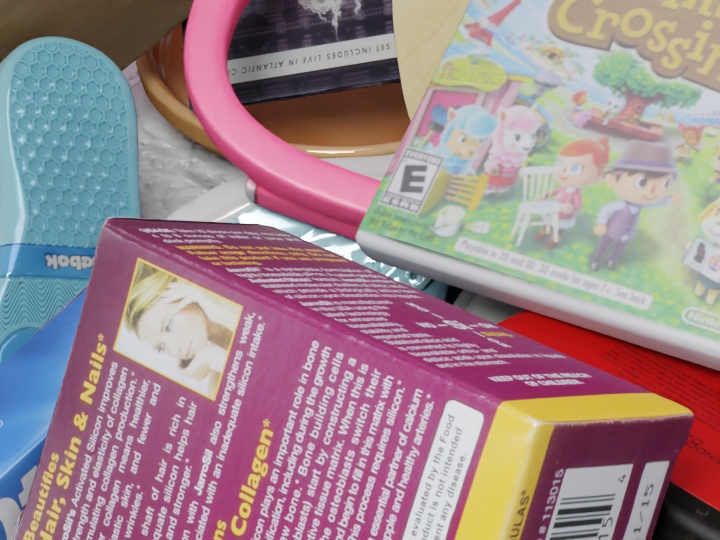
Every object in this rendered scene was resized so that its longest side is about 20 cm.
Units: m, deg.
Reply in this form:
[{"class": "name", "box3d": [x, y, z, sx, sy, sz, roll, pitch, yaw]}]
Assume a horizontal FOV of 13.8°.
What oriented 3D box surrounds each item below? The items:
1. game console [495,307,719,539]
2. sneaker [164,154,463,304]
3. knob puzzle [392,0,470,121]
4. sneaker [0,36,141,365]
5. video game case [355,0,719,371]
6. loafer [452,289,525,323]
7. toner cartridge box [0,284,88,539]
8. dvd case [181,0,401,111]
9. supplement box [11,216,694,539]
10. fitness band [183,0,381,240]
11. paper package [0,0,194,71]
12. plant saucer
[{"class": "game console", "box3d": [0.105, 0.112, 1.084, 0.200, 0.119, 0.172, 31, 38, 35]}, {"class": "sneaker", "box3d": [0.000, 0.000, 1.250, 0.200, 0.074, 0.082, -15, 44, -9]}, {"class": "knob puzzle", "box3d": [0.099, -0.123, 1.202, 0.220, 0.030, 0.220, -8, 68, 20]}, {"class": "sneaker", "box3d": [-0.142, 0.016, 1.241, 0.080, 0.131, 0.200, 12, 68, -25]}, {"class": "video game case", "box3d": [0.121, -0.060, 1.128, 0.200, 0.022, 0.182, 18, 72, 28]}, {"class": "loafer", "box3d": [0.116, 0.065, 1.172, 0.200, 0.070, 0.070, 24, 75, 28]}, {"class": "toner cartridge box", "box3d": [-0.122, 0.085, 1.104, 0.043, 0.095, 0.200, 24, 53, 30]}, {"class": "dvd case", "box3d": [-0.018, -0.178, 1.313, 0.149, 0.200, 0.016, -7, -4, 26]}, {"class": "supplement box", "box3d": [-0.006, 0.074, 1.031, 0.200, 0.131, 0.103, 25, 14, 34]}, {"class": "fitness band", "box3d": [0.025, -0.079, 1.235, 0.200, 0.037, 0.144, 18, 69, 5]}, {"class": "paper package", "box3d": [-0.142, -0.157, 1.246, 0.191, 0.200, 0.103, -38, 74, 14]}, {"class": "plant saucer", "box3d": [-0.006, -0.099, 1.408, 0.200, 0.037, 0.200, -2, 37, 1]}]
